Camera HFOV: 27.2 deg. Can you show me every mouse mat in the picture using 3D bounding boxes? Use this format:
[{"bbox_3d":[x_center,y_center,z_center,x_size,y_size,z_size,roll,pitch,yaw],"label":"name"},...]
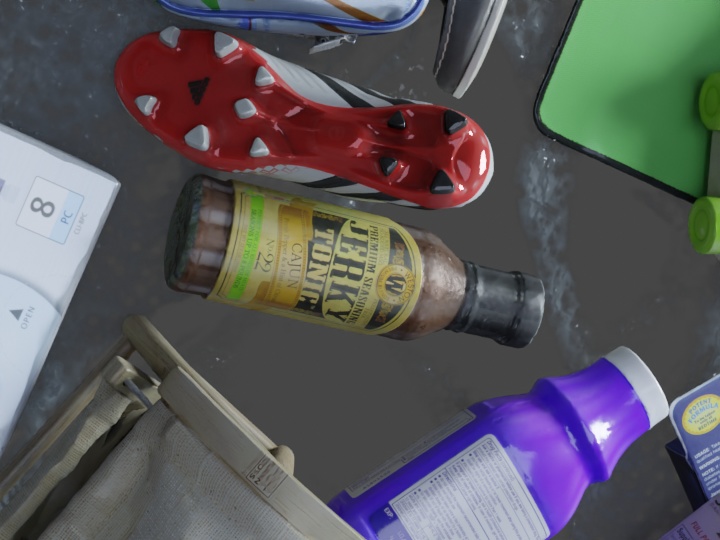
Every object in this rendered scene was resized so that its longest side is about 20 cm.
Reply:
[{"bbox_3d":[0.207,-0.118,0.850,0.199,0.008,0.162,22,92,-17],"label":"mouse mat"}]

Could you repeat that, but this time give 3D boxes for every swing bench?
[{"bbox_3d":[-0.115,0.147,0.697,0.130,0.200,0.199,43,85,-16],"label":"swing bench"}]

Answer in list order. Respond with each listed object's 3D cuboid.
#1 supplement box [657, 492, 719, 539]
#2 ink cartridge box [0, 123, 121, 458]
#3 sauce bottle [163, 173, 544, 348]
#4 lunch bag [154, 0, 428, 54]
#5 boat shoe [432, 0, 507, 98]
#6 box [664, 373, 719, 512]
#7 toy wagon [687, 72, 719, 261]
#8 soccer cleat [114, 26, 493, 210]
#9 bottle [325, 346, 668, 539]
[{"bbox_3d":[0.175,0.236,0.839,0.200,0.074,0.126,-38,106,5],"label":"supplement box"},{"bbox_3d":[-0.238,-0.012,0.720,0.199,0.047,0.161,24,91,-19],"label":"ink cartridge box"},{"bbox_3d":[0.000,0.000,0.779,0.199,0.065,0.065,11,95,-17],"label":"sauce bottle"},{"bbox_3d":[-0.027,-0.207,0.724,0.159,0.076,0.202,3,98,-4],"label":"lunch bag"},{"bbox_3d":[0.064,-0.191,0.774,0.057,0.067,0.201,20,88,-1],"label":"boat shoe"},{"bbox_3d":[0.260,0.134,0.886,0.121,0.032,0.201,-28,106,-10],"label":"box"},{"bbox_3d":[0.265,-0.082,0.848,0.154,0.040,0.202,1,98,-16],"label":"toy wagon"},{"bbox_3d":[-0.029,-0.071,0.762,0.199,0.085,0.069,14,82,6],"label":"soccer cleat"},{"bbox_3d":[0.076,0.114,0.815,0.199,0.065,0.084,-33,106,-9],"label":"bottle"}]
